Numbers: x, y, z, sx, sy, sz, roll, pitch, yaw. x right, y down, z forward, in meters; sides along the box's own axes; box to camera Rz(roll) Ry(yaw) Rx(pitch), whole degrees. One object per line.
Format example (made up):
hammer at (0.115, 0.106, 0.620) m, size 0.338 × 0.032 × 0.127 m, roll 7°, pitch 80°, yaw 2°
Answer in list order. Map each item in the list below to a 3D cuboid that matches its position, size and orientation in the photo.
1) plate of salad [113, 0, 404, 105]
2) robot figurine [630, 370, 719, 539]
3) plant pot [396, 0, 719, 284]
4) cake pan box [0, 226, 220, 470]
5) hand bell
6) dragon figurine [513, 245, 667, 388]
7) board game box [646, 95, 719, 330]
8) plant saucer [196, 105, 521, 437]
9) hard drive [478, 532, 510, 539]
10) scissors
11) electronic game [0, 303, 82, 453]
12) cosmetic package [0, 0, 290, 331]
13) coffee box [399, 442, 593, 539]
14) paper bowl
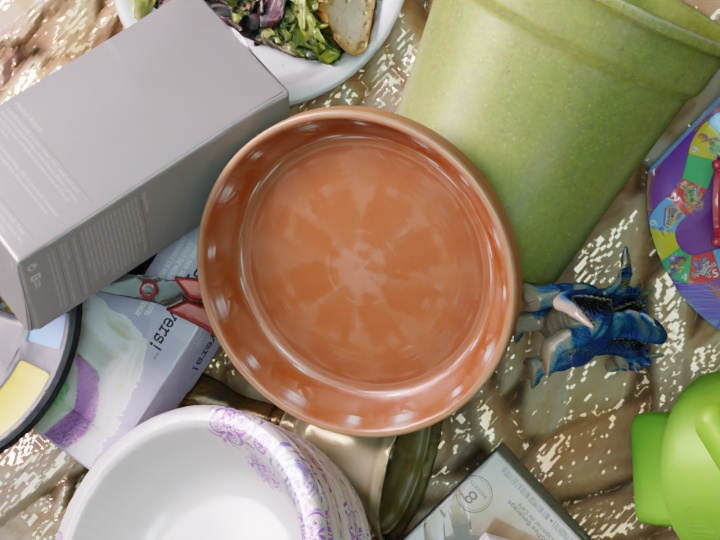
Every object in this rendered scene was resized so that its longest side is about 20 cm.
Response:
plate of salad at (-0.067, -0.204, 1.582) m, size 0.199 × 0.048 × 0.201 m, roll 0°, pitch 90°, yaw 7°
robot figurine at (0.261, 0.118, 1.484) m, size 0.199 × 0.175 × 0.116 m, roll -1°, pitch 90°, yaw 39°
plant pot at (0.103, -0.100, 1.502) m, size 0.200 × 0.200 × 0.185 m, roll 29°, pitch 103°, yaw 6°
cake pan box at (-0.171, 0.004, 1.573) m, size 0.184 × 0.052 × 0.201 m, roll 34°, pitch 92°, yaw 16°
hand bell at (-0.058, 0.093, 1.569) m, size 0.199 × 0.104 × 0.105 m, roll 17°, pitch 91°, yaw 18°
dragon figurine at (0.146, 0.024, 1.480) m, size 0.099 × 0.200 × 0.059 m, roll -19°, pitch 75°, yaw -8°
board game box at (0.269, -0.047, 1.523) m, size 0.158 × 0.039 × 0.200 m, roll 47°, pitch 106°, yaw 9°
plant saucer at (0.000, 0.000, 1.466) m, size 0.199 × 0.032 × 0.201 m, roll 6°, pitch 108°, yaw 18°
hard drive at (0.129, 0.240, 1.497) m, size 0.199 × 0.027 × 0.132 m, roll 19°, pitch 107°, yaw -29°
scissors at (-0.116, 0.008, 1.516) m, size 0.199 × 0.014 × 0.073 m, roll 24°, pitch 94°, yaw -3°
electronic game at (-0.268, 0.027, 1.550) m, size 0.199 × 0.042 × 0.201 m, roll -3°, pitch 81°, yaw 16°
cosmetic package at (-0.147, -0.069, 1.495) m, size 0.199 × 0.090 × 0.107 m, roll -31°, pitch 62°, yaw -19°
coffee box at (0.053, 0.218, 1.546) m, size 0.200 × 0.080 × 0.113 m, roll -44°, pitch 86°, yaw 4°
paper bowl at (-0.082, 0.189, 1.490) m, size 0.200 × 0.104 × 0.202 m, roll -10°, pitch 69°, yaw 28°
